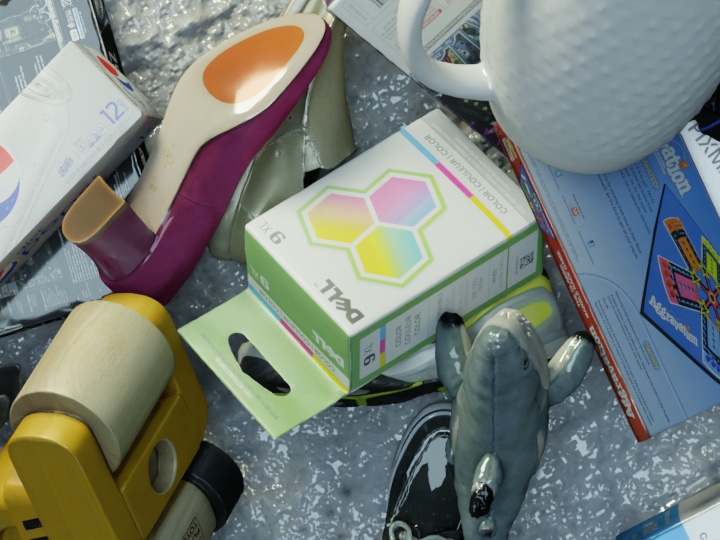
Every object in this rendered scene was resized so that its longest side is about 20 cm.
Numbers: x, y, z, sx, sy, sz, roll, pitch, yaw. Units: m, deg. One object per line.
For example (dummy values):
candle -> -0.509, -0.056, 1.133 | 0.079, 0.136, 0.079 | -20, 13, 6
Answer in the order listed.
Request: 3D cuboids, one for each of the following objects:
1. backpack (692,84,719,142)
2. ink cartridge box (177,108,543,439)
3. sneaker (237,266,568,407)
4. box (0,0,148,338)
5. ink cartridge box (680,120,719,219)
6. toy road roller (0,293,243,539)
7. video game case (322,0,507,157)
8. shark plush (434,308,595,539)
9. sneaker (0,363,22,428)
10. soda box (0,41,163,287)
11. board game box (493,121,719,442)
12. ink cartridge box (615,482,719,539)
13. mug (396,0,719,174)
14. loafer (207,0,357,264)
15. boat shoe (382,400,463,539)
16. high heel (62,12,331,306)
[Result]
backpack -> 0.288, -0.140, 1.509 | 0.134, 0.200, 0.183 | 32, 78, -3
ink cartridge box -> 0.000, 0.000, 1.572 | 0.199, 0.059, 0.104 | -31, 57, -21
sneaker -> 0.025, 0.038, 1.631 | 0.199, 0.075, 0.077 | -5, 79, -1
box -> -0.213, -0.065, 1.665 | 0.159, 0.044, 0.201 | -17, 89, 7
ink cartridge box -> 0.253, -0.031, 1.609 | 0.176, 0.045, 0.200 | -37, 87, 7
toy road roller -> -0.171, 0.115, 1.600 | 0.145, 0.123, 0.201 | 4, 132, 25
video game case -> 0.105, -0.176, 1.559 | 0.200, 0.036, 0.181 | -43, 128, 16
shark plush -> 0.065, 0.110, 1.543 | 0.090, 0.083, 0.201 | 19, 113, 1
sneaker -> -0.311, 0.080, 1.654 | 0.199, 0.060, 0.105 | 17, 126, 1
soda box -> -0.211, -0.043, 1.609 | 0.063, 0.068, 0.200 | 45, 96, 4
board game box -> 0.162, -0.013, 1.567 | 0.103, 0.019, 0.201 | -23, 88, -21
ink cartridge box -> 0.268, 0.181, 1.590 | 0.199, 0.086, 0.147 | -28, 88, 8
mug -> 0.114, -0.144, 1.466 | 0.199, 0.176, 0.148 | -3, 47, -22
loafer -> -0.031, -0.093, 1.631 | 0.068, 0.076, 0.201 | 21, 103, 5
boat shoe -> 0.039, 0.179, 1.626 | 0.073, 0.068, 0.201 | 14, 93, 6
high heel -> -0.082, -0.065, 1.597 | 0.200, 0.096, 0.068 | -40, 51, 4
